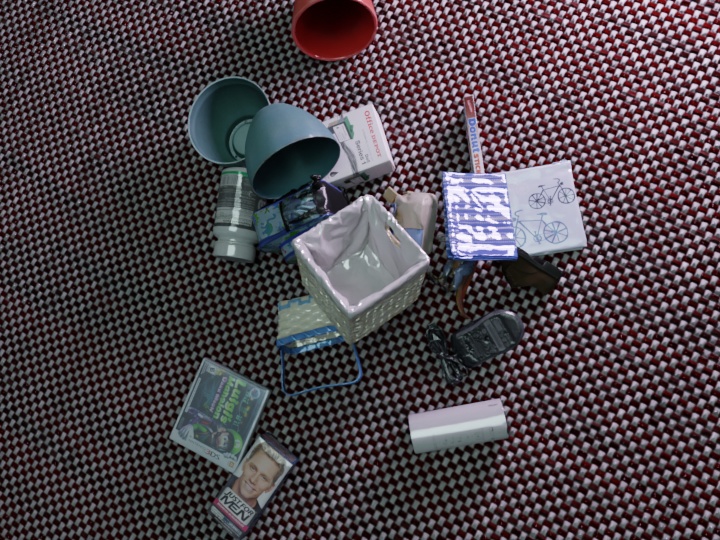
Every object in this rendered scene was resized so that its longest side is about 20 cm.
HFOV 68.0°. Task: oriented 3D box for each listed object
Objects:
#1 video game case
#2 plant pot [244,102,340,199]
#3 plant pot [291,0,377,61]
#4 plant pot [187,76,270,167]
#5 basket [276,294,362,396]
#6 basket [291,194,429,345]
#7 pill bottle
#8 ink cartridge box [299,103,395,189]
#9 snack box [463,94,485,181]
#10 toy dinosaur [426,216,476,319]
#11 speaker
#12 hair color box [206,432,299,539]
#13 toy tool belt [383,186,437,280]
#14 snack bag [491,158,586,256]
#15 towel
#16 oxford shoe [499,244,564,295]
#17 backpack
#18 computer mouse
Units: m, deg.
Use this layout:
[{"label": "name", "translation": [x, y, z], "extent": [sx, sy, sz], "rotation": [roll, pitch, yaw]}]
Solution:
[{"label": "video game case", "translation": [-0.321, 0.329, 1.221], "extent": [0.180, 0.023, 0.202], "rotation": [23, 86, 12]}, {"label": "plant pot", "translation": [-0.158, -0.263, 1.106], "extent": [0.198, 0.200, 0.136], "rotation": [-29, 74, 5]}, {"label": "plant pot", "translation": [-0.065, -0.623, 1.235], "extent": [0.198, 0.201, 0.180], "rotation": [-8, 71, 9]}, {"label": "plant pot", "translation": [-0.280, -0.324, 1.249], "extent": [0.197, 0.134, 0.203], "rotation": [-2, 81, 10]}, {"label": "basket", "translation": [-0.092, 0.154, 1.143], "extent": [0.174, 0.139, 0.203], "rotation": [-12, 68, 9]}, {"label": "basket", "translation": [0.000, 0.000, 1.052], "extent": [0.199, 0.161, 0.199], "rotation": [-33, 66, -17]}, {"label": "pill bottle", "translation": [-0.277, -0.125, 1.231], "extent": [0.111, 0.113, 0.203], "rotation": [6, 84, 11]}, {"label": "ink cartridge box", "translation": [-0.036, -0.271, 1.223], "extent": [0.198, 0.084, 0.148], "rotation": [-19, 80, 8]}, {"label": "snack box", "translation": [0.251, -0.276, 1.180], "extent": [0.024, 0.072, 0.203], "rotation": [-8, 81, 10]}, {"label": "toy dinosaur", "translation": [0.229, -0.034, 1.169], "extent": [0.181, 0.105, 0.201], "rotation": [-39, 111, -7]}, {"label": "speaker", "translation": [0.199, 0.322, 1.102], "extent": [0.197, 0.081, 0.082], "rotation": [-13, 80, 8]}, {"label": "hair color box", "translation": [-0.234, 0.469, 1.168], "extent": [0.100, 0.061, 0.201], "rotation": [35, 89, 12]}, {"label": "toy tool belt", "translation": [0.094, -0.076, 1.167], "extent": [0.122, 0.124, 0.203], "rotation": [12, 100, 30]}, {"label": "snack bag", "translation": [0.379, -0.132, 1.165], "extent": [0.186, 0.021, 0.203], "rotation": [-9, 81, 8]}, {"label": "towel", "translation": [0.239, -0.112, 1.082], "extent": [0.143, 0.024, 0.203], "rotation": [0, 68, -5]}, {"label": "oxford shoe", "translation": [0.321, -0.007, 1.115], "extent": [0.198, 0.073, 0.085], "rotation": [28, 102, -2]}, {"label": "backpack", "translation": [-0.127, -0.095, 1.167], "extent": [0.198, 0.183, 0.149], "rotation": [-19, 82, 18]}, {"label": "computer mouse", "translation": [0.249, 0.144, 1.135], "extent": [0.198, 0.053, 0.140], "rotation": [-26, 88, 15]}]
